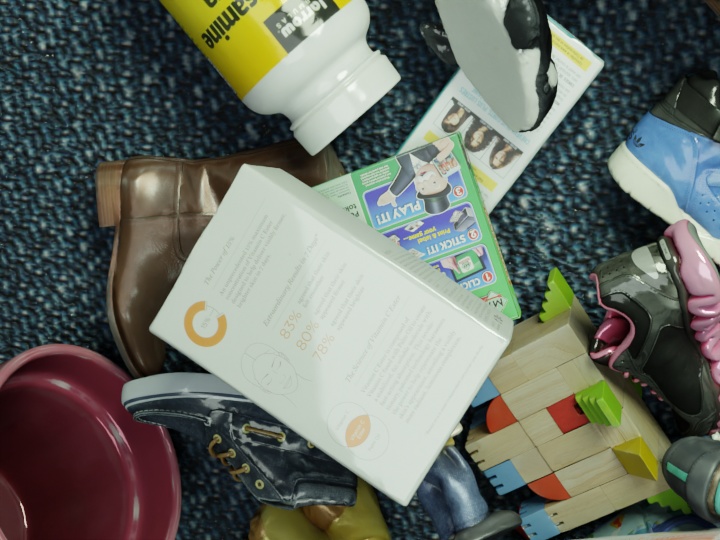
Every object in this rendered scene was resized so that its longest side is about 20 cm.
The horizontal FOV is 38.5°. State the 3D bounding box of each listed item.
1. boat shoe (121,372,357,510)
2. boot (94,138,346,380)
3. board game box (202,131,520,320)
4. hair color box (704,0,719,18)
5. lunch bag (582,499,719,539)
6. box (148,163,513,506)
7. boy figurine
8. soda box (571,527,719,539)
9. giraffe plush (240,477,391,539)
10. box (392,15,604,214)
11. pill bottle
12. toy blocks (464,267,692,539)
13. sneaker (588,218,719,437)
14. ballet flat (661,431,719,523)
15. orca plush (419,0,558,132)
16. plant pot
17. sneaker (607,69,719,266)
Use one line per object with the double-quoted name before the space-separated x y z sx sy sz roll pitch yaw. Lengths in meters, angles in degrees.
"boat shoe" -0.094 0.135 0.808 0.197 0.071 0.092 4 71 0
"boot" -0.097 -0.006 0.802 0.196 0.064 0.189 -4 108 4
"board game box" 0.000 0.000 0.737 0.197 0.029 0.136 -19 93 12
"hair color box" 0.270 -0.168 0.655 0.199 0.102 0.061 40 108 -21
"lunch bag" 0.238 0.280 0.826 0.200 0.083 0.161 -42 100 17
"box" -0.015 0.036 0.677 0.199 0.097 0.125 33 99 6
"boy figurine" 0.044 0.117 0.780 0.064 0.125 0.202 -18 67 -20
"soda box" 0.170 0.230 0.752 0.197 0.068 0.065 -12 79 27
"giraffe plush" -0.020 0.283 0.816 0.199 0.162 0.173 35 107 -3
"box" 0.083 -0.096 0.753 0.082 0.049 0.201 37 107 -3
"pill bottle" -0.065 -0.184 0.714 0.112 0.113 0.201 -38 98 16
"toy blocks" 0.144 0.119 0.793 0.136 0.100 0.201 -29 103 26
"sneaker" 0.211 0.054 0.739 0.094 0.080 0.201 -20 129 5
"ballet flat" 0.294 0.159 0.775 0.198 0.073 0.074 16 112 -38
"orca plush" 0.081 -0.194 0.681 0.071 0.105 0.201 -38 90 -27
"plant pot" -0.271 0.184 0.819 0.178 0.200 0.201 -28 101 30
"sneaker" 0.284 -0.057 0.722 0.199 0.077 0.112 38 117 3
